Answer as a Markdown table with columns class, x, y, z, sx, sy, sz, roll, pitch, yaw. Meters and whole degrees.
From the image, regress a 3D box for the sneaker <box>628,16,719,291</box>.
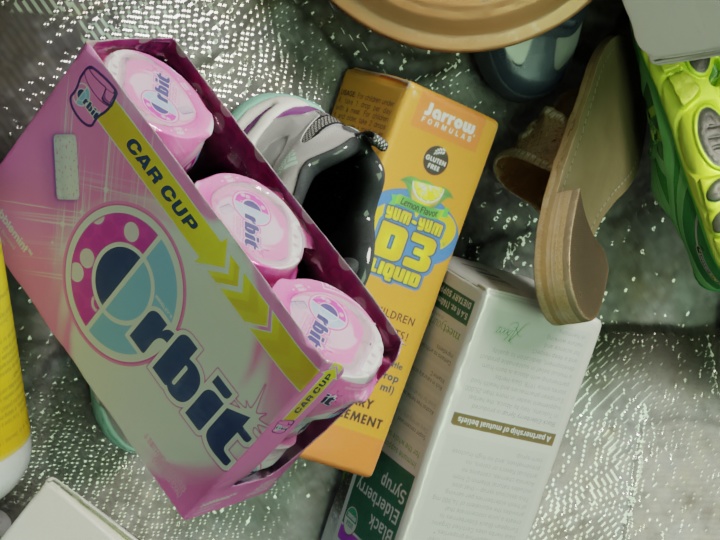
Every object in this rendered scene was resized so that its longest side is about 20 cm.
| class | x | y | z | sx | sy | sz | roll | pitch | yaw |
| --- | --- | --- | --- | --- | --- | --- | --- | --- | --- |
| sneaker | 0.180 | -0.081 | 1.156 | 0.073 | 0.084 | 0.202 | -3 | 73 | -21 |

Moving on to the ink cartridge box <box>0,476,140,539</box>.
| class | x | y | z | sx | sy | sz | roll | pitch | yaw |
| --- | --- | --- | --- | --- | --- | --- | --- | --- | --- |
| ink cartridge box | -0.128 | 0.204 | 1.007 | 0.145 | 0.084 | 0.200 | -52 | 153 | -9 |

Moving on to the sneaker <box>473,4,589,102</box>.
| class | x | y | z | sx | sy | sz | roll | pitch | yaw |
| --- | --- | --- | --- | --- | --- | --- | --- | --- | --- |
| sneaker | 0.108 | -0.186 | 1.106 | 0.070 | 0.082 | 0.202 | 2 | 100 | -30 |

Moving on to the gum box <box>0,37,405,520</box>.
| class | x | y | z | sx | sy | sz | roll | pitch | yaw |
| --- | --- | --- | --- | --- | --- | --- | --- | --- | --- |
| gum box | -0.080 | 0.005 | 0.964 | 0.114 | 0.201 | 0.066 | -48 | 160 | 30 |

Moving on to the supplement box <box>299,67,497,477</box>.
| class | x | y | z | sx | sy | sz | roll | pitch | yaw |
| --- | --- | --- | --- | --- | --- | --- | --- | --- | --- |
| supplement box | 0.000 | 0.000 | 1.097 | 0.066 | 0.069 | 0.202 | 19 | 89 | -32 |

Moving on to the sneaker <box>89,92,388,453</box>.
| class | x | y | z | sx | sy | sz | roll | pitch | yaw |
| --- | --- | --- | --- | --- | --- | --- | --- | --- | --- |
| sneaker | -0.053 | 0.010 | 1.026 | 0.077 | 0.140 | 0.201 | 28 | 87 | -34 |

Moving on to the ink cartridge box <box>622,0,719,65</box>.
| class | x | y | z | sx | sy | sz | roll | pitch | yaw |
| --- | --- | --- | --- | --- | --- | --- | --- | --- | --- |
| ink cartridge box | 0.205 | -0.211 | 1.044 | 0.200 | 0.084 | 0.146 | -36 | 111 | -38 |

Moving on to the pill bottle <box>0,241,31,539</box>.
| class | x | y | z | sx | sy | sz | roll | pitch | yaw |
| --- | --- | --- | --- | --- | --- | --- | --- | --- | --- |
| pill bottle | -0.212 | 0.050 | 0.968 | 0.111 | 0.112 | 0.202 | -14 | 106 | -25 |

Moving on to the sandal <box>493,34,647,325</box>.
| class | x | y | z | sx | sy | sz | roll | pitch | yaw |
| --- | --- | --- | --- | --- | --- | --- | --- | --- | --- |
| sandal | 0.101 | -0.052 | 1.122 | 0.213 | 0.069 | 0.078 | -71 | 145 | -45 |

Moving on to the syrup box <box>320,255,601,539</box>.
| class | x | y | z | sx | sy | sz | roll | pitch | yaw |
| --- | --- | --- | --- | --- | --- | --- | --- | --- | --- |
| syrup box | 0.048 | 0.100 | 1.124 | 0.081 | 0.079 | 0.202 | 15 | 100 | -29 |

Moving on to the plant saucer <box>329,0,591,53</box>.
| class | x | y | z | sx | sy | sz | roll | pitch | yaw |
| --- | --- | --- | --- | --- | --- | --- | --- | --- | --- |
| plant saucer | 0.051 | -0.211 | 1.050 | 0.198 | 0.032 | 0.202 | 0 | 94 | 0 |
